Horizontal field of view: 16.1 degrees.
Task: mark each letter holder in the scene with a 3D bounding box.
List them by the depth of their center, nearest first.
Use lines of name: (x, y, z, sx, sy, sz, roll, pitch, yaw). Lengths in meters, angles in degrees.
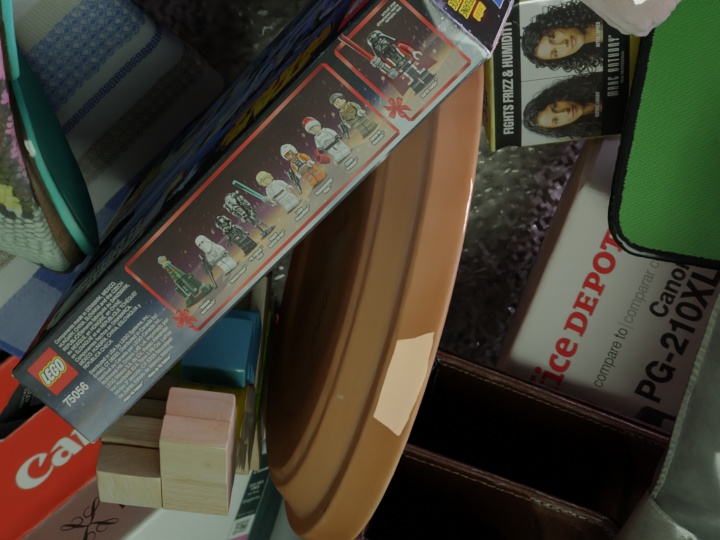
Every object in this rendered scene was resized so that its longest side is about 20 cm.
letter holder: (0.058, 0.145, 1.047, 0.142, 0.101, 0.200, 19, 142, 5)

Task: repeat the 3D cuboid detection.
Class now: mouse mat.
mouse mat: (0.199, -0.069, 0.936, 0.199, 0.008, 0.162, 10, 97, -7)

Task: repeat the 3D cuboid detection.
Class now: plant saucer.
plant saucer: (0.000, 0.000, 0.933, 0.032, 0.201, 0.201, 13, 130, -9)

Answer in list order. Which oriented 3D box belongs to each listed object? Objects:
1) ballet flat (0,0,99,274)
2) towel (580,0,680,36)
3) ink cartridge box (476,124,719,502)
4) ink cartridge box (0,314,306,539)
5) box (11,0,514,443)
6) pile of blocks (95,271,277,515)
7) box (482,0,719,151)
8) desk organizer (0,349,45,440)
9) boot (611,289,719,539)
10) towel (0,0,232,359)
ballet flat: (-0.130, -0.055, 0.777, 0.071, 0.069, 0.200, -18, 153, -5)
towel: (0.087, -0.202, 0.820, 0.191, 0.032, 0.200, 40, 120, -8)
ink cartridge box: (0.163, 0.032, 1.023, 0.199, 0.084, 0.145, 23, 130, 3)
ink cartridge box: (-0.094, 0.092, 1.050, 0.200, 0.044, 0.174, -39, 138, -10)
box: (-0.024, -0.045, 0.835, 0.040, 0.137, 0.200, 41, 120, -9)
pile of blocks: (-0.069, 0.039, 0.934, 0.062, 0.200, 0.083, 6, 92, 1)
box: (0.143, -0.098, 0.969, 0.199, 0.050, 0.076, -7, 131, -5)
desk organizer: (-0.189, 0.097, 1.072, 0.072, 0.077, 0.201, -12, 128, -48)
boot: (0.181, 0.065, 0.943, 0.181, 0.073, 0.201, 10, 111, -33)
towel: (-0.127, -0.042, 0.891, 0.147, 0.024, 0.200, -44, 152, 7)
